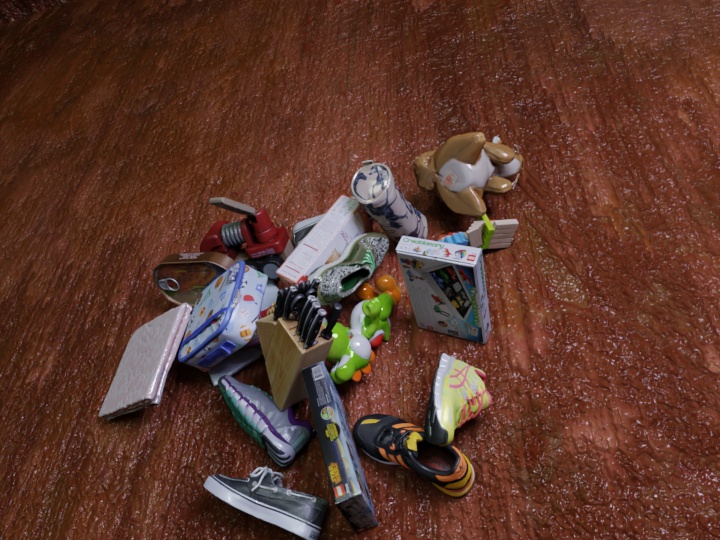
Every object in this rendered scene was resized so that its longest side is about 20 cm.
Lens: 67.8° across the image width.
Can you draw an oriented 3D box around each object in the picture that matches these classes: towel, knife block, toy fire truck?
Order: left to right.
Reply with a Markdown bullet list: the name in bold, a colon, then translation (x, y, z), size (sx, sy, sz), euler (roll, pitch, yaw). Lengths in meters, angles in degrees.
- **towel**: translation (-0.396, 0.170, 0.993), size (0.198, 0.032, 0.194), euler (-23, 45, 38)
- **toy fire truck**: translation (-0.242, -0.070, 1.037), size (0.172, 0.203, 0.130), euler (-10, 32, 16)
- **knife block**: translation (-0.081, 0.115, 0.801), size (0.063, 0.205, 0.174), euler (-18, 11, -38)

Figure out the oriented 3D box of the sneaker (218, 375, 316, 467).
- **sneaker**: translation (-0.156, 0.233, 0.894), size (0.087, 0.076, 0.199), euler (-32, 53, -31)

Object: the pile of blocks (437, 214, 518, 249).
- **pile of blocks**: translation (0.183, -0.060, 0.974), size (0.196, 0.083, 0.063), euler (-23, 49, 3)

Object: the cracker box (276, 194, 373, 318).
- **cracker box**: translation (-0.053, -0.020, 0.995), size (0.057, 0.135, 0.201), euler (24, 65, 34)

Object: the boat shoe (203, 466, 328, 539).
- **boat shoe**: translation (-0.140, 0.330, 0.794), size (0.195, 0.074, 0.069), euler (10, 61, 26)

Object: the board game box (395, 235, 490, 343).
- **board game box**: translation (0.134, 0.034, 0.841), size (0.124, 0.202, 0.035), euler (12, 55, 27)

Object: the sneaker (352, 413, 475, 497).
- **sneaker**: translation (0.069, 0.248, 0.771), size (0.197, 0.091, 0.071), euler (18, 60, 30)

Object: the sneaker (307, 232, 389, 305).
- **sneaker**: translation (0.000, 0.000, 0.936), size (0.087, 0.078, 0.199), euler (6, 37, 45)

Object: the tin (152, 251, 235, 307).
- **tin**: translation (-0.313, 0.019, 1.046), size (0.195, 0.114, 0.042), euler (-1, 34, 21)

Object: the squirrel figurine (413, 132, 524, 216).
- **squirrel figurine**: translation (0.207, -0.197, 1.019), size (0.197, 0.145, 0.185), euler (5, 24, 45)

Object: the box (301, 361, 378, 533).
- **box**: translation (-0.031, 0.253, 0.772), size (0.039, 0.138, 0.202), euler (-20, 49, -2)

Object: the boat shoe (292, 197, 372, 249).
- **boat shoe**: translation (-0.047, -0.085, 1.091), size (0.196, 0.071, 0.065), euler (-23, 47, 13)

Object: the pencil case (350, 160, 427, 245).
- **pencil case**: translation (0.056, -0.117, 0.985), size (0.076, 0.200, 0.091), euler (-22, 57, 19)

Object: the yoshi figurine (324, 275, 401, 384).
- **yoshi figurine**: translation (-0.013, 0.088, 0.893), size (0.110, 0.114, 0.202), euler (16, 47, 17)

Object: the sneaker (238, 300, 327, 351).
- **sneaker**: translation (-0.151, 0.110, 0.956), size (0.197, 0.090, 0.076), euler (-23, 40, 32)

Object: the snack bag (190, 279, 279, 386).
- **snack bag**: translation (-0.227, 0.102, 1.040), size (0.198, 0.022, 0.189), euler (-32, 50, -10)

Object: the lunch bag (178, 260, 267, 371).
- **lunch bag**: translation (-0.242, 0.084, 0.937), size (0.199, 0.075, 0.163), euler (-36, 34, 40)

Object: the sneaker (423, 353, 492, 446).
- **sneaker**: translation (0.143, 0.181, 0.763), size (0.088, 0.080, 0.200), euler (14, 22, 12)
